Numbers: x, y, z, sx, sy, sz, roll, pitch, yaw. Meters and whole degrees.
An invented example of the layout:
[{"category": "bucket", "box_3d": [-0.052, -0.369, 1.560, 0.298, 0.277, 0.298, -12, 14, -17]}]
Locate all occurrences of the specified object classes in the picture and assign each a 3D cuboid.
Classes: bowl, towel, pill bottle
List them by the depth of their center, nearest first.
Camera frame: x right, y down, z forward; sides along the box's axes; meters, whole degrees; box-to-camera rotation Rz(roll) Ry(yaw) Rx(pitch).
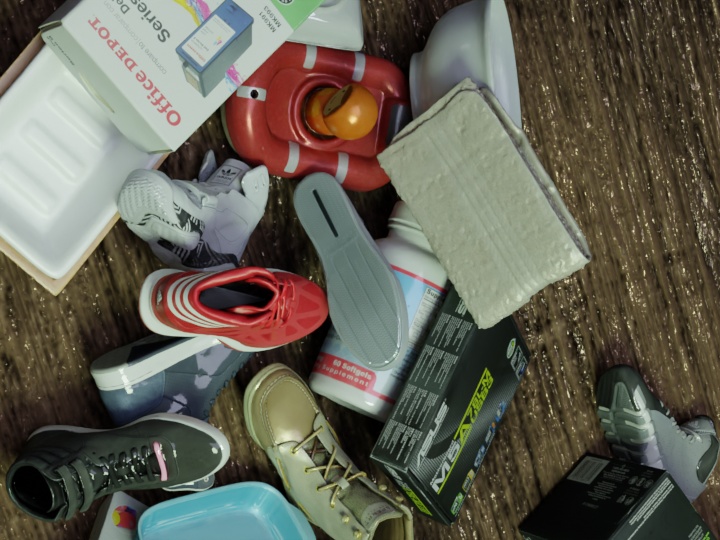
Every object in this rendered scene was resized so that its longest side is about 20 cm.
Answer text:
[{"category": "towel", "box_3d": [0.109, -0.061, 1.422, 0.034, 0.132, 0.201, -16, 73, -56]}, {"category": "bowl", "box_3d": [0.100, -0.167, 1.522, 0.089, 0.201, 0.203, -6, 97, 12]}, {"category": "pill bottle", "box_3d": [0.034, 0.041, 1.522, 0.108, 0.109, 0.202, 26, 82, -24]}]

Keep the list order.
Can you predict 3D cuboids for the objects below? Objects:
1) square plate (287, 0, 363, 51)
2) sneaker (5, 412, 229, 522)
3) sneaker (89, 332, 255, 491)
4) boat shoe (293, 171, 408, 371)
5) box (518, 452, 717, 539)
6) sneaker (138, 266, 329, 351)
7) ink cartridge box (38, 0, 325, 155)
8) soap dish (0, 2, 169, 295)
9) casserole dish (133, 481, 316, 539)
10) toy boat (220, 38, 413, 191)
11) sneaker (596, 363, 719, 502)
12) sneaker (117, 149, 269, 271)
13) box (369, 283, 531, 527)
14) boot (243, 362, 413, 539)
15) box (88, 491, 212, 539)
[{"category": "square plate", "box_3d": [-0.087, -0.311, 1.453, 0.196, 0.028, 0.202, 4, 73, -25]}, {"category": "sneaker", "box_3d": [-0.215, 0.176, 1.360, 0.198, 0.099, 0.071, -4, 110, 15]}, {"category": "sneaker", "box_3d": [-0.141, 0.118, 1.462, 0.201, 0.077, 0.148, -24, 106, -26]}, {"category": "boat shoe", "box_3d": [0.000, 0.000, 1.453, 0.072, 0.062, 0.202, -27, 70, 16]}, {"category": "box", "box_3d": [0.292, 0.310, 1.640, 0.124, 0.148, 0.201, -44, 109, -18]}, {"category": "sneaker", "box_3d": [-0.083, 0.035, 1.372, 0.199, 0.115, 0.079, -2, 92, -41]}, {"category": "ink cartridge box", "box_3d": [-0.151, -0.217, 1.342, 0.200, 0.087, 0.146, -46, 109, -15]}, {"category": "soap dish", "box_3d": [-0.268, -0.106, 1.382, 0.157, 0.081, 0.201, 42, 75, -22]}, {"category": "casserole dish", "box_3d": [-0.125, 0.260, 1.430, 0.199, 0.039, 0.122, -8, 59, -45]}, {"category": "toy boat", "box_3d": [-0.028, -0.148, 1.467, 0.198, 0.130, 0.132, 9, 89, -26]}, {"category": "sneaker", "box_3d": [0.327, 0.168, 1.698, 0.115, 0.075, 0.202, -32, 116, -26]}, {"category": "sneaker", "box_3d": [-0.146, -0.066, 1.414, 0.116, 0.074, 0.200, -65, 156, -18]}, {"category": "box", "box_3d": [0.092, 0.128, 1.522, 0.201, 0.047, 0.193, -63, 157, -16]}, {"category": "boot", "box_3d": [-0.026, 0.186, 1.447, 0.072, 0.154, 0.201, -35, 130, -19]}, {"category": "box", "box_3d": [-0.161, 0.307, 1.417, 0.199, 0.041, 0.157, 31, 39, -16]}]
